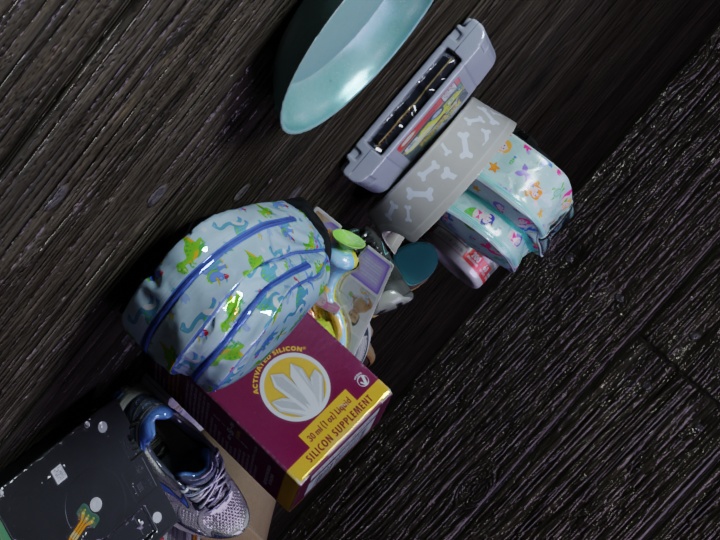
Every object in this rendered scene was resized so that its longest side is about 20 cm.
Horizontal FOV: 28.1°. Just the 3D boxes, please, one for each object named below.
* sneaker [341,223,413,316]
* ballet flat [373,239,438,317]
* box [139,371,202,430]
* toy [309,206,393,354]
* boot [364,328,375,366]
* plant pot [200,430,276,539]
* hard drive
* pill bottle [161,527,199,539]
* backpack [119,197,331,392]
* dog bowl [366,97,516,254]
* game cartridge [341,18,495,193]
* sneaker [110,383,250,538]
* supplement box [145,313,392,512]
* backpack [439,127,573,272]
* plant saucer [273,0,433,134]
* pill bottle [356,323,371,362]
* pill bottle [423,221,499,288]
[{"bbox_3d":[0.000,0.000,1.535,0.075,0.080,0.200,-19,-167,-10],"label":"sneaker"},{"bbox_3d":[0.034,0.010,1.985,0.063,0.069,0.200,-20,-172,39],"label":"ballet flat"},{"bbox_3d":[-0.188,0.135,1.513,0.156,0.041,0.200,-39,165,-41],"label":"box"},{"bbox_3d":[-0.054,0.050,1.471,0.047,0.115,0.201,-4,125,-54],"label":"toy"},{"bbox_3d":[-0.061,0.137,2.062,0.166,0.073,0.200,-34,169,-10],"label":"boot"},{"bbox_3d":[-0.169,0.252,1.692,0.175,0.199,0.200,-62,177,-25],"label":"plant pot"},{"bbox_3d":[-0.263,0.223,1.266,0.038,0.140,0.200,-6,-154,44],"label":"hard drive"},{"bbox_3d":[-0.247,0.257,1.426,0.116,0.116,0.200,-48,155,-1],"label":"pill bottle"},{"bbox_3d":[-0.110,0.020,1.179,0.163,0.154,0.200,-43,159,13],"label":"backpack"},{"bbox_3d":[0.084,-0.109,1.590,0.200,0.059,0.200,-48,-175,5],"label":"dog bowl"},{"bbox_3d":[0.063,-0.164,1.475,0.200,0.041,0.133,-49,174,6],"label":"game cartridge"},{"bbox_3d":[-0.165,0.195,1.374,0.085,0.200,0.077,10,-125,51],"label":"sneaker"},{"bbox_3d":[-0.088,0.104,1.353,0.131,0.200,0.103,-44,169,-23],"label":"supplement box"},{"bbox_3d":[0.171,-0.100,1.777,0.151,0.177,0.200,-51,167,-10],"label":"backpack"},{"bbox_3d":[-0.004,-0.190,1.077,0.200,0.036,0.200,-47,170,-11],"label":"plant saucer"},{"bbox_3d":[-0.055,0.076,1.634,0.120,0.119,0.200,-50,171,10],"label":"pill bottle"},{"bbox_3d":[0.198,-0.082,2.134,0.200,0.114,0.114,-47,170,-5],"label":"pill bottle"}]
